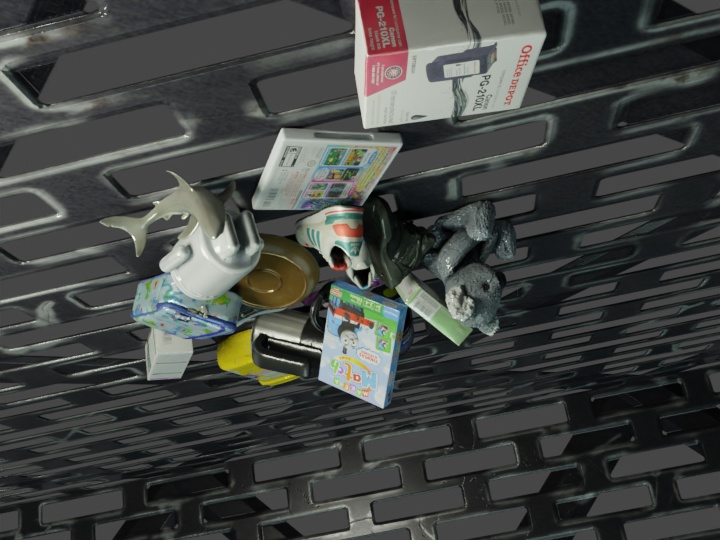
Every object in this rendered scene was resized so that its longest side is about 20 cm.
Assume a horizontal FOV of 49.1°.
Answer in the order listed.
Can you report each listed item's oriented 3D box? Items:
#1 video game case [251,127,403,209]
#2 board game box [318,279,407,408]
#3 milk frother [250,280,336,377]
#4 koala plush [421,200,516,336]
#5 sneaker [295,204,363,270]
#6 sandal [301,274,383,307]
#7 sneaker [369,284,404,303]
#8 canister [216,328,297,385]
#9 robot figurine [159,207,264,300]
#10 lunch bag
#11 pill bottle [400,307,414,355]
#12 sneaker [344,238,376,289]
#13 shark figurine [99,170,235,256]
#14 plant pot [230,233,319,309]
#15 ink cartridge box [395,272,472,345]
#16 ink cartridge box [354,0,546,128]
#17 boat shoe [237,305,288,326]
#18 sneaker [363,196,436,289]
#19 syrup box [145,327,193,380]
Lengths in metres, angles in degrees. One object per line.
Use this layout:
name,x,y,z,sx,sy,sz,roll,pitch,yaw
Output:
video game case,-0.054,-0.144,1.164,0.178,0.024,0.200,-2,157,-22
board game box,0.002,0.138,1.474,0.149,0.204,0.036,19,-155,25
milk frother,-0.123,0.103,1.597,0.184,0.205,0.180,12,-173,16
koala plush,0.195,0.013,1.424,0.181,0.204,0.177,-19,158,24
sneaker,-0.053,-0.043,1.281,0.069,0.096,0.199,0,170,-28
sandal,-0.040,0.048,1.615,0.200,0.051,0.082,-20,155,29
sneaker,0.038,0.091,1.620,0.199,0.065,0.080,-40,136,-33
canister,-0.230,0.206,1.881,0.146,0.088,0.199,-19,156,21
robot figurine,-0.233,-0.024,1.257,0.167,0.115,0.199,-3,159,-40
lunch bag,-0.312,0.069,1.423,0.159,0.084,0.198,22,159,-33
pill bottle,0.068,0.134,1.798,0.109,0.114,0.201,-11,158,2
sneaker,0.000,0.000,1.465,0.073,0.088,0.200,-13,160,3
shark figurine,-0.269,-0.102,1.135,0.211,0.130,0.090,-3,140,34
plant pot,-0.170,0.011,1.401,0.195,0.028,0.202,0,141,0
ink cartridge box,0.123,0.051,1.518,0.145,0.200,0.048,37,99,-22
ink cartridge box,0.095,-0.244,0.891,0.195,0.086,0.145,-8,159,-4
boat shoe,-0.235,0.055,1.532,0.197,0.072,0.091,-19,150,13
sneaker,0.064,-0.069,1.350,0.114,0.076,0.201,-38,138,-16
syrup box,-0.418,0.172,1.715,0.080,0.080,0.200,-1,157,-23
